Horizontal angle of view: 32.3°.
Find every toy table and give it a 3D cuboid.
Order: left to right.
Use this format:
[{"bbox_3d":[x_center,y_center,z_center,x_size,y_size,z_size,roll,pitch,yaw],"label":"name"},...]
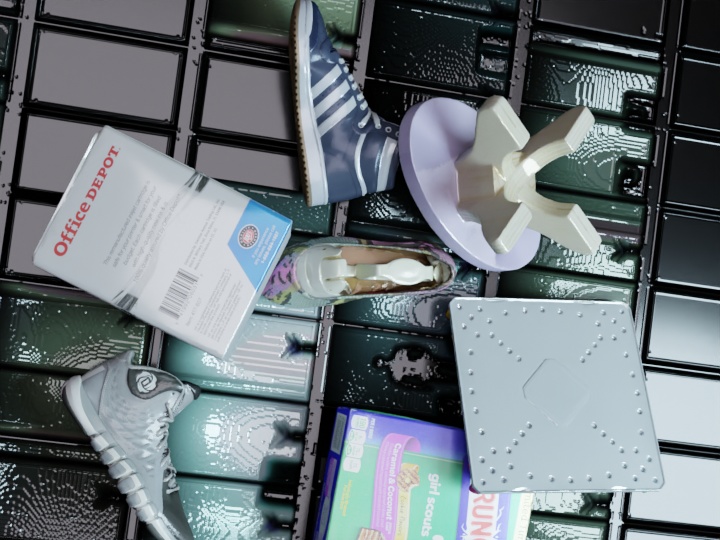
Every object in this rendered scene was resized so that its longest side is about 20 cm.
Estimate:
[{"bbox_3d":[0.138,-0.085,1.195,0.200,0.117,0.185,38,64,-29],"label":"toy table"}]

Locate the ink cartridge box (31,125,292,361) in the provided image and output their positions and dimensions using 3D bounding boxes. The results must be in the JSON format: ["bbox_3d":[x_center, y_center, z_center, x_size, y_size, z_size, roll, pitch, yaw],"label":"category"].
[{"bbox_3d":[-0.183,-0.023,1.170,0.199,0.084,0.147,27,84,0],"label":"ink cartridge box"}]

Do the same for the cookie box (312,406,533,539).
[{"bbox_3d":[0.063,0.235,1.226,0.199,0.075,0.172,11,85,-11],"label":"cookie box"}]

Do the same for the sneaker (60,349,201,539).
[{"bbox_3d":[-0.188,0.164,1.184,0.115,0.075,0.201,-34,94,-11],"label":"sneaker"}]

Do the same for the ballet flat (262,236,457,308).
[{"bbox_3d":[0.000,0.000,1.221,0.198,0.071,0.070,-2,90,-10],"label":"ballet flat"}]

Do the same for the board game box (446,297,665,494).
[{"bbox_3d":[0.189,0.124,1.228,0.199,0.026,0.201,2,63,-16],"label":"board game box"}]

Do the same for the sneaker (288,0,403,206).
[{"bbox_3d":[-0.012,-0.168,1.221,0.108,0.070,0.202,-6,97,-5],"label":"sneaker"}]
